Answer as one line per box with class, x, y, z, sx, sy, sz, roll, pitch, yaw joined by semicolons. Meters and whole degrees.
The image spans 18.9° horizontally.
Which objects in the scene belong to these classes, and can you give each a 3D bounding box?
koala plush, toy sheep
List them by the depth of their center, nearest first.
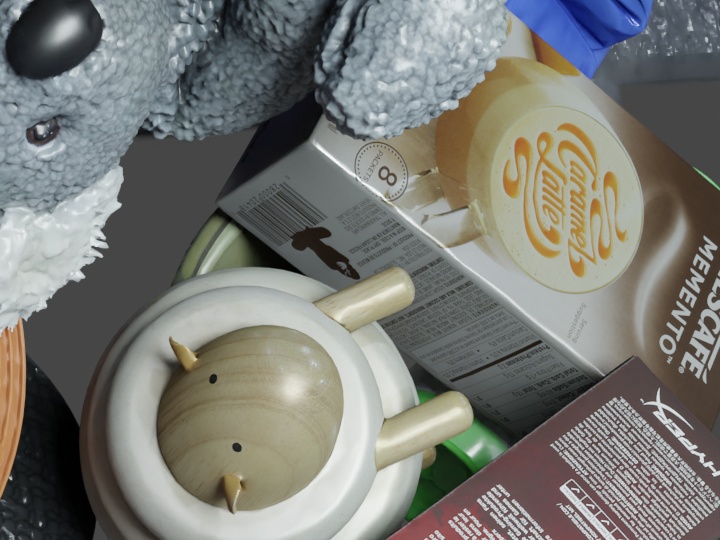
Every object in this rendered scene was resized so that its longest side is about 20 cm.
koala plush;-0.089;-0.085;0.725;0.200;0.184;0.178;-38;103;-12
toy sheep;-0.037;0.061;0.789;0.137;0.200;0.139;1;73;-4

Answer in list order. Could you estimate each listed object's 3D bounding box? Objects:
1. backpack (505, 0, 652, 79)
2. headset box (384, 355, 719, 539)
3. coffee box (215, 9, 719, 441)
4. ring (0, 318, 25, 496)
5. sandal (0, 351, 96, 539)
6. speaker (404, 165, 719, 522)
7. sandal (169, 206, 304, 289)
backpack;0.039;-0.179;0.909;0.200;0.167;0.163;44;51;-20
headset box;0.036;0.140;0.781;0.200;0.149;0.075;-32;69;-35
coffee box;0.058;-0.018;0.856;0.200;0.080;0.115;38;58;-16
ring;-0.183;0.018;0.702;0.200;0.019;0.202;19;63;-44
sandal;-0.163;0.039;0.802;0.075;0.045;0.201;-27;84;-43
speaker;0.090;0.033;0.960;0.200;0.088;0.089;-44;108;-33
sandal;0.001;-0.001;0.897;0.200;0.057;0.080;-15;130;-39
